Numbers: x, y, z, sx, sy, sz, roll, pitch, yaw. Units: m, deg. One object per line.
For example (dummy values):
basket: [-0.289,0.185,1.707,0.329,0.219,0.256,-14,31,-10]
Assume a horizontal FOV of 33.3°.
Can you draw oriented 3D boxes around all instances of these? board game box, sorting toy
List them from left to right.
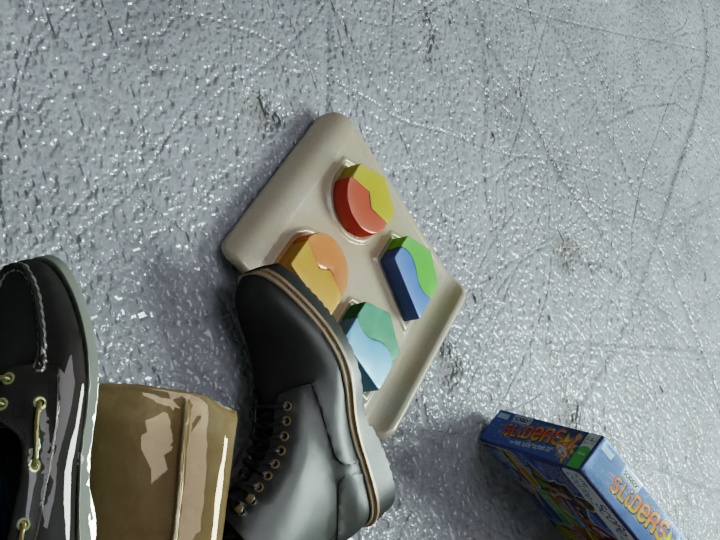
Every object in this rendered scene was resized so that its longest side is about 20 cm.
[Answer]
sorting toy: [0.000,0.000,0.933,0.201,0.036,0.186,52,45,-21]
board game box: [0.202,0.204,1.008,0.035,0.135,0.200,-49,116,-18]

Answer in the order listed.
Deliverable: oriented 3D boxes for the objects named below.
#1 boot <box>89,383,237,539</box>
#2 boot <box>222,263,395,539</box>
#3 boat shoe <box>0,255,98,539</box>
boot: [-0.092,0.178,0.726,0.173,0.066,0.202,13,66,-25]
boot: [-0.061,0.110,0.806,0.138,0.077,0.202,-33,101,-43]
boat shoe: [-0.189,0.089,0.671,0.060,0.071,0.204,6,75,-50]
